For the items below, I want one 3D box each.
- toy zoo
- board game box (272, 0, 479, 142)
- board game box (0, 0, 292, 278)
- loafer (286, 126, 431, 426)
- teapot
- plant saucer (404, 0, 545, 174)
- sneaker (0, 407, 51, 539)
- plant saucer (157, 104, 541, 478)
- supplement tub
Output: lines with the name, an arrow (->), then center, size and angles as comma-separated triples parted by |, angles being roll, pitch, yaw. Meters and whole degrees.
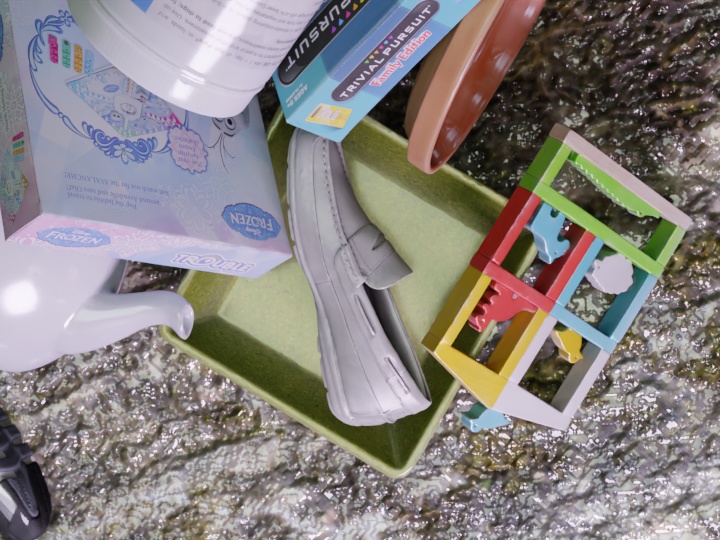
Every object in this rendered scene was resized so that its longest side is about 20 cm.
toy zoo -> 0.125, 0.020, 1.139 | 0.131, 0.020, 0.201 | 31, 92, -32
board game box -> -0.008, -0.206, 1.044 | 0.151, 0.047, 0.201 | -43, 49, 32
board game box -> -0.145, -0.103, 1.072 | 0.043, 0.199, 0.201 | -31, 63, 37
loafer -> 0.000, 0.000, 1.105 | 0.069, 0.070, 0.202 | -10, 100, 18
teapot -> -0.215, -0.047, 1.104 | 0.145, 0.198, 0.200 | -34, 123, 8
plant saucer -> 0.081, -0.156, 1.081 | 0.032, 0.200, 0.202 | 31, 93, 7
sneaker -> -0.305, 0.125, 1.178 | 0.115, 0.075, 0.201 | -38, 80, 8
plant saucer -> -0.005, 0.006, 1.166 | 0.199, 0.048, 0.201 | 31, 93, 2
supplement tub -> -0.065, -0.203, 0.971 | 0.132, 0.132, 0.201 | 38, 112, 1
